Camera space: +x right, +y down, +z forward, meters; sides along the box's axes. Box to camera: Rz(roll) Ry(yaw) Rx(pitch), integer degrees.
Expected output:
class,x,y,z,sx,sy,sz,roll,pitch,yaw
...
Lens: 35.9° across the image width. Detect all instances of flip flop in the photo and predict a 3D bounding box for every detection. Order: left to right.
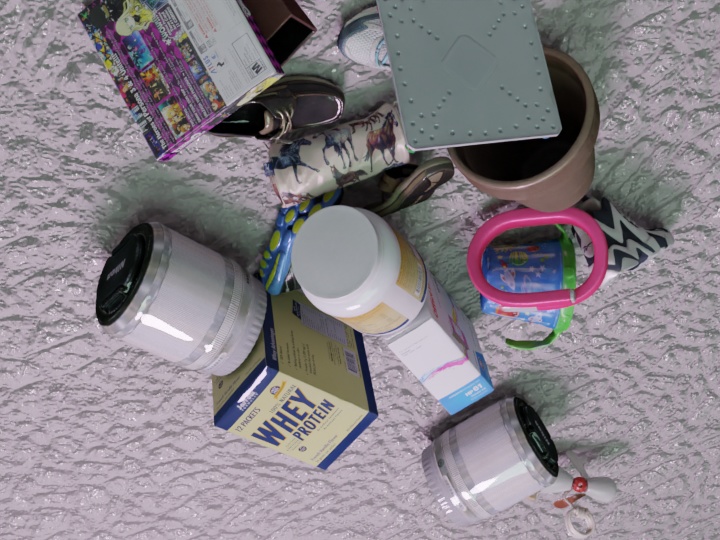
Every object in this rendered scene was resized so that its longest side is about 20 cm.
class,x,y,z,sx,sy,sz,roll,pitch,yaw
flip flop,0.059,-0.118,1.484,0.080,0.058,0.200,-22,173,-26

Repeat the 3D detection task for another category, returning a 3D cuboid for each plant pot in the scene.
class,x,y,z,sx,sy,sz,roll,pitch,yaw
plant pot,0.232,-0.163,1.448,0.198,0.202,0.174,-30,147,15

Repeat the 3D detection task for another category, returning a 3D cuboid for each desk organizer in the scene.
class,x,y,z,sx,sy,sz,roll,pitch,yaw
desk organizer,-0.152,-0.252,1.315,0.200,0.077,0.071,-43,159,16

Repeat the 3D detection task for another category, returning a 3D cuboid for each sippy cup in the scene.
class,x,y,z,sx,sy,sz,roll,pitch,yaw
sippy cup,0.243,0.017,1.635,0.128,0.181,0.140,3,160,0

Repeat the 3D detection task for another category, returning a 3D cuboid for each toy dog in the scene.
class,x,y,z,sx,sy,sz,roll,pitch,yaw
toy dog,0.345,0.376,1.979,0.199,0.096,0.133,34,79,-2

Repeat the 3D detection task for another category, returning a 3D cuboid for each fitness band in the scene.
class,x,y,z,sx,sy,sz,roll,pitch,yaw
fitness band,0.246,-0.018,1.552,0.196,0.146,0.037,-5,161,19

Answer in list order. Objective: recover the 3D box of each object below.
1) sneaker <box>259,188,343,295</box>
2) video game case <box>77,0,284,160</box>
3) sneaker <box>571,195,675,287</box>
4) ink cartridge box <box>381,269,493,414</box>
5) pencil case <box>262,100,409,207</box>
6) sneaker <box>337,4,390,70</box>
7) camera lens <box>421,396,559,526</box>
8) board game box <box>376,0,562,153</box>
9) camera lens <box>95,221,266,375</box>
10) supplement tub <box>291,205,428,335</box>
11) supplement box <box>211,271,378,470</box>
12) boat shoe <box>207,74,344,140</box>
class,x,y,z,sx,sy,sz,roll,pitch,yaw
sneaker,-0.075,-0.050,1.555,0.082,0.071,0.201,-2,132,-40
video game case,-0.208,-0.259,1.272,0.180,0.202,0.036,-33,174,16
sneaker,0.376,-0.062,1.626,0.198,0.131,0.079,-23,167,-40
ink cartridge box,0.107,0.095,1.655,0.084,0.146,0.200,-31,130,15
pencil case,-0.029,-0.155,1.455,0.197,0.078,0.091,-19,110,5
sneaker,0.070,-0.271,1.370,0.196,0.087,0.078,3,130,-14
camera lens,0.221,0.319,1.864,0.198,0.161,0.160,-31,130,16
board game box,0.127,-0.244,1.330,0.196,0.204,0.026,-7,166,-16
camera lens,-0.248,0.040,1.514,0.198,0.161,0.160,28,121,-31
supplement tub,0.000,0.000,1.489,0.143,0.146,0.200,-27,158,12
supplement box,-0.102,0.147,1.620,0.198,0.202,0.134,27,120,-29
boat shoe,-0.115,-0.195,1.405,0.196,0.074,0.075,-6,132,-6
